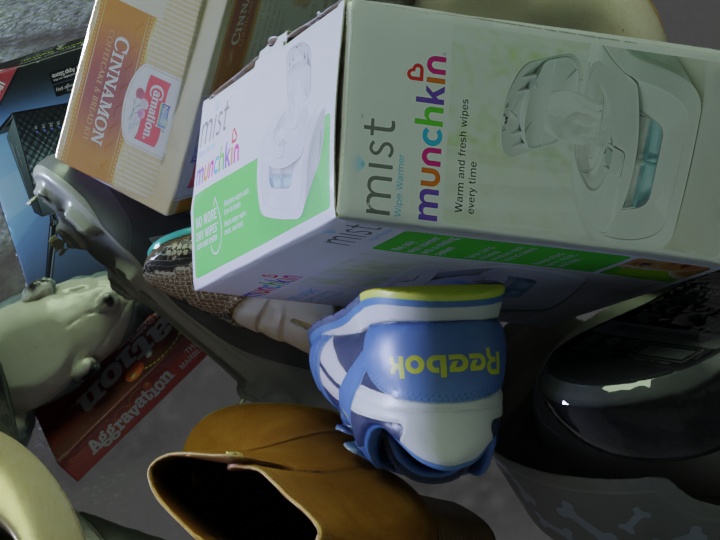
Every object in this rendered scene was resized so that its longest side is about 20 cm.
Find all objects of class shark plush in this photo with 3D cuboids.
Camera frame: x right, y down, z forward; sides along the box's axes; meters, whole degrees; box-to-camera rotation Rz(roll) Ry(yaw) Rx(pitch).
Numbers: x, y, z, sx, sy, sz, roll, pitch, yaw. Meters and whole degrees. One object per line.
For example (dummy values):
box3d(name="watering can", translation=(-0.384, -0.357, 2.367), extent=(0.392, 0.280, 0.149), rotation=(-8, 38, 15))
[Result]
box3d(name="shark plush", translation=(-0.153, 0.019, 1.528), extent=(0.200, 0.091, 0.083), rotation=(-41, -2, 20))

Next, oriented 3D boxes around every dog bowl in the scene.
box3d(name="dog bowl", translation=(0.151, 0.059, 1.350), extent=(0.199, 0.059, 0.200), rotation=(-15, 27, 8))

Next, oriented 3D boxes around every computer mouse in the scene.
box3d(name="computer mouse", translation=(0.161, 0.039, 1.270), extent=(0.199, 0.053, 0.138), rotation=(-24, 22, -35))

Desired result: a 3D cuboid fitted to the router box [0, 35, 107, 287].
box3d(name="router box", translation=(-0.101, -0.062, 1.614), extent=(0.199, 0.151, 0.062), rotation=(-17, 10, 3))

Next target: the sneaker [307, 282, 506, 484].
box3d(name="sneaker", translation=(0.020, 0.056, 1.308), extent=(0.073, 0.083, 0.200), rotation=(-5, -8, -7))

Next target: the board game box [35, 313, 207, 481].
box3d(name="board game box", translation=(-0.092, 0.014, 1.538), extent=(0.200, 0.019, 0.103), rotation=(-44, 30, 3))

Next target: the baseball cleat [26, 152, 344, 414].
box3d(name="baseball cleat", translation=(-0.066, -0.009, 1.458), extent=(0.107, 0.200, 0.070), rotation=(-50, 18, -12))

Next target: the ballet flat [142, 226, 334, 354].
box3d(name="ballet flat", translation=(0.000, 0.000, 1.403), extent=(0.199, 0.068, 0.076), rotation=(-13, 68, -20))

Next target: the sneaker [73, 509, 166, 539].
box3d(name="sneaker", translation=(-0.088, 0.150, 1.338), extent=(0.095, 0.080, 0.199), rotation=(-10, 19, -37))

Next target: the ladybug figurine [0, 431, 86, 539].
box3d(name="ladybug figurine", translation=(-0.174, 0.161, 1.284), extent=(0.135, 0.072, 0.201), rotation=(-8, 63, 7))

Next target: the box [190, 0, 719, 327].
box3d(name="box", translation=(0.039, -0.043, 1.276), extent=(0.175, 0.097, 0.200), rotation=(6, -10, -20))

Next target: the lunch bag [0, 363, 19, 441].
box3d(name="lunch bag", translation=(-0.273, 0.076, 1.461), extent=(0.199, 0.169, 0.140), rotation=(-6, 31, 20))

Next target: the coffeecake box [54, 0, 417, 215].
box3d(name="coffeecake box", translation=(-0.048, -0.123, 1.443), extent=(0.073, 0.154, 0.200), rotation=(26, 21, 23))

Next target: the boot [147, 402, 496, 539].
box3d(name="boot", translation=(-0.048, 0.094, 1.322), extent=(0.200, 0.071, 0.144), rotation=(18, 2, 42))

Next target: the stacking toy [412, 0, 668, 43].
box3d(name="stacking toy", translation=(0.114, -0.116, 1.551), extent=(0.145, 0.147, 0.200), rotation=(-6, 14, 22))
